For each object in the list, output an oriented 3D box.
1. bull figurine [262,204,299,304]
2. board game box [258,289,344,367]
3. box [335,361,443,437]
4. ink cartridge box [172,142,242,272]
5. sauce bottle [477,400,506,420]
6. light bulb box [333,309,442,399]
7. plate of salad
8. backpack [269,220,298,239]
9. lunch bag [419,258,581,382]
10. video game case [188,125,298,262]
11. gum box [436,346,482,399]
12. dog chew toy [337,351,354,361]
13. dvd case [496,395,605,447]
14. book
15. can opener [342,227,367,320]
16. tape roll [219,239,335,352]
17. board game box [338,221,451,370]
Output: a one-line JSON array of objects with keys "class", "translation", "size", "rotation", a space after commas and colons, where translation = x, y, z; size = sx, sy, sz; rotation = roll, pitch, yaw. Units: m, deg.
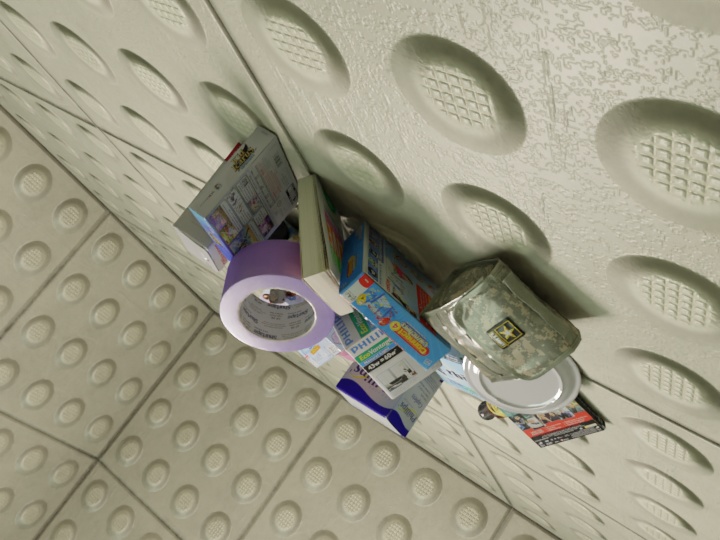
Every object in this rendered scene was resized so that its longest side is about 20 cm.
[{"class": "bull figurine", "translation": [-0.134, -0.029, 1.379], "size": [0.065, 0.200, 0.122], "rotation": [14, 140, 28]}, {"class": "board game box", "translation": [-0.129, 0.110, 1.515], "size": [0.199, 0.041, 0.200], "rotation": [42, 155, -3]}, {"class": "box", "translation": [0.077, 0.260, 1.735], "size": [0.183, 0.201, 0.105], "rotation": [23, 159, 43]}, {"class": "ink cartridge box", "translation": [-0.244, -0.114, 1.345], "size": [0.085, 0.201, 0.148], "rotation": [35, 165, 9]}, {"class": "sauce bottle", "translation": [0.291, 0.264, 1.457], "size": [0.066, 0.066, 0.200], "rotation": [36, 151, 4]}, {"class": "light bulb box", "translation": [0.032, 0.102, 1.382], "size": [0.200, 0.124, 0.199], "rotation": [52, -175, -44]}, {"class": "plate of salad", "translation": [0.274, 0.173, 1.235], "size": [0.198, 0.048, 0.201], "rotation": [11, 134, 12]}, {"class": "backpack", "translation": [-0.162, -0.021, 1.549], "size": [0.163, 0.153, 0.201], "rotation": [48, 155, 52]}, {"class": "lunch bag", "translation": [0.203, 0.072, 1.049], "size": [0.164, 0.118, 0.200], "rotation": [42, 160, -6]}, {"class": "video game case", "translation": [-0.191, -0.120, 1.243], "size": [0.045, 0.182, 0.200], "rotation": [31, 164, 21]}, {"class": "gum box", "translation": [0.207, 0.203, 1.572], "size": [0.169, 0.045, 0.200], "rotation": [19, 156, 50]}, {"class": "dog chew toy", "translation": [-0.001, 0.151, 1.636], "size": [0.124, 0.126, 0.199], "rotation": [25, -168, 37]}, {"class": "dvd case", "translation": [0.334, 0.249, 1.331], "size": [0.200, 0.022, 0.146], "rotation": [42, 132, -22]}, {"class": "book", "translation": [-0.058, -0.042, 1.207], "size": [0.134, 0.048, 0.201], "rotation": [56, -159, -53]}, {"class": "can opener", "translation": [0.000, 0.000, 1.283], "size": [0.053, 0.066, 0.201], "rotation": [108, 150, -42]}, {"class": "tape roll", "translation": [-0.141, 0.047, 1.259], "size": [0.198, 0.085, 0.201], "rotation": [1, 136, 1]}, {"class": "board game box", "translation": [0.056, 0.036, 1.193], "size": [0.196, 0.056, 0.200], "rotation": [42, -160, -17]}]
